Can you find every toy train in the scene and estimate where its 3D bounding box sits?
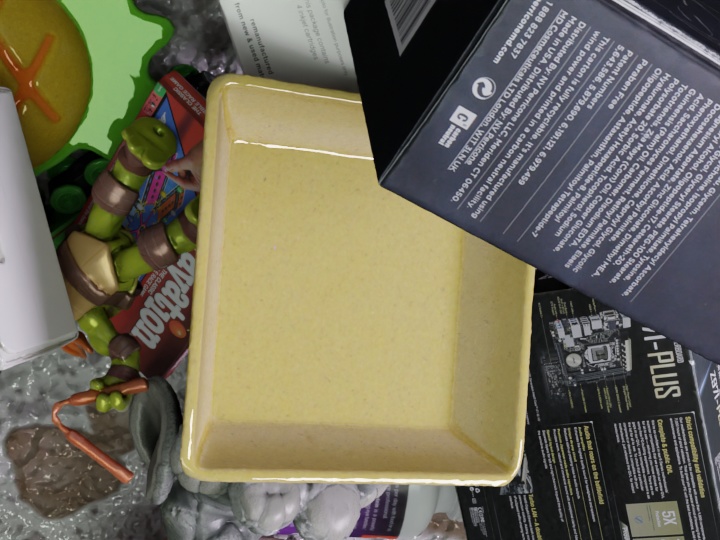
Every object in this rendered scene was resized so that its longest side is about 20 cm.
[{"bbox_3d":[-0.159,-0.056,0.944,0.200,0.042,0.056,-35,133,17],"label":"toy train"}]

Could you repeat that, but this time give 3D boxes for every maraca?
[{"bbox_3d":[-0.207,-0.114,0.872,0.200,0.107,0.137,-2,111,-5],"label":"maraca"}]

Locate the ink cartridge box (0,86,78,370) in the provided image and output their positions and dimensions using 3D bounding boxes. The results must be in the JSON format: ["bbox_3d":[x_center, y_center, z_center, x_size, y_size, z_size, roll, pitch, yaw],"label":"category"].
[{"bbox_3d":[-0.267,-0.003,0.802,0.200,0.084,0.146,-13,93,20],"label":"ink cartridge box"}]

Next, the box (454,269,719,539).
[{"bbox_3d":[0.141,0.099,0.903,0.164,0.086,0.200,-9,98,28],"label":"box"}]

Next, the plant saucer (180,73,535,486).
[{"bbox_3d":[-0.003,0.010,0.794,0.200,0.048,0.200,5,88,-28],"label":"plant saucer"}]

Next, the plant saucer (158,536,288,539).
[{"bbox_3d":[-0.092,0.217,1.048,0.200,0.036,0.200,0,157,0],"label":"plant saucer"}]

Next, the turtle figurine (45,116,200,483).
[{"bbox_3d":[-0.141,0.004,0.838,0.161,0.064,0.200,-40,76,25],"label":"turtle figurine"}]

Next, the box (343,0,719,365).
[{"bbox_3d":[0.109,-0.086,0.697,0.196,0.200,0.124,26,115,-19],"label":"box"}]

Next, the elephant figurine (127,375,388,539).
[{"bbox_3d":[-0.080,0.116,0.884,0.142,0.155,0.200,45,145,-6],"label":"elephant figurine"}]

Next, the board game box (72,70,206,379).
[{"bbox_3d":[-0.115,-0.018,0.884,0.103,0.019,0.200,44,136,3],"label":"board game box"}]

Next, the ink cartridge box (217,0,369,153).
[{"bbox_3d":[0.023,-0.175,0.837,0.200,0.147,0.145,-17,119,3],"label":"ink cartridge box"}]

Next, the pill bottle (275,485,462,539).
[{"bbox_3d":[-0.008,0.123,1.010,0.200,0.111,0.112,4,117,-6],"label":"pill bottle"}]
